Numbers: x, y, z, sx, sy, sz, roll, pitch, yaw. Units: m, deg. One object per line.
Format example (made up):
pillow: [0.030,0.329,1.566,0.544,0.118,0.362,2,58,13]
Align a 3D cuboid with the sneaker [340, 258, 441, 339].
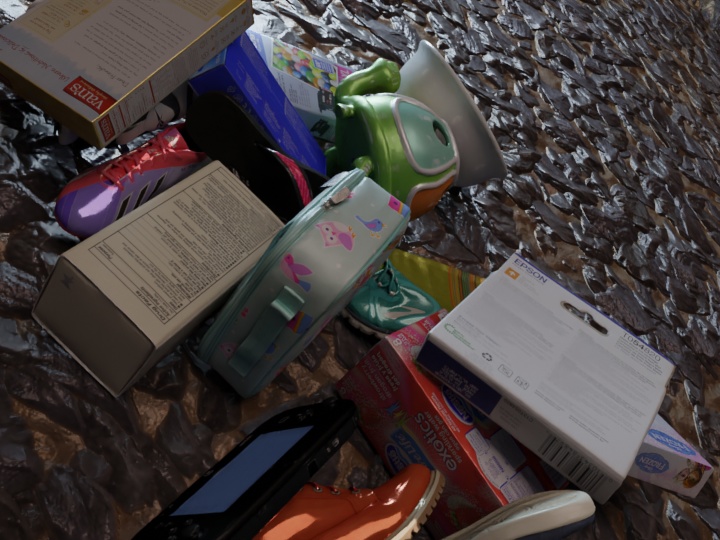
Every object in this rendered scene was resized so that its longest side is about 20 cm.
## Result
sneaker: [0.000,0.000,0.820,0.199,0.080,0.078,35,48,-4]

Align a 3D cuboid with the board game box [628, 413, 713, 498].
board game box: [0.237,0.141,0.864,0.199,0.041,0.200,22,16,-24]

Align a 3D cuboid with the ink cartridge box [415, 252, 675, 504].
ink cartridge box: [0.176,0.086,0.746,0.199,0.041,0.200,37,37,15]

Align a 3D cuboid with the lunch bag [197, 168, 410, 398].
lunch bag: [-0.050,0.011,0.683,0.077,0.200,0.160,42,41,3]

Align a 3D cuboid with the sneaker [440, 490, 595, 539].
sneaker: [0.100,0.242,0.630,0.085,0.199,0.075,63,12,10]

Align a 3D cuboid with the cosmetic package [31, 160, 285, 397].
cosmetic package: [-0.160,0.000,0.689,0.103,0.087,0.200,45,38,1]

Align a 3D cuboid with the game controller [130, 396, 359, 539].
game controller: [-0.083,0.155,0.606,0.200,0.104,0.042,-36,113,-50]

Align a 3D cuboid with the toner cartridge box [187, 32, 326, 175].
toner cartridge box: [-0.098,-0.149,0.829,0.096,0.043,0.200,-93,157,-45]

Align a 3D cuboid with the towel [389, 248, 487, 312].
towel: [0.082,0.020,0.928,0.199,0.018,0.087,18,45,-27]

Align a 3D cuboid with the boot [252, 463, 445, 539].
boot: [-0.016,0.194,0.643,0.107,0.075,0.199,47,47,15]

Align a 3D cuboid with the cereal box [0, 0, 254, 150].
cereal box: [-0.211,-0.209,0.723,0.143,0.040,0.200,33,62,17]

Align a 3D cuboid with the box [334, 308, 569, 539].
box: [0.081,0.149,0.750,0.099,0.096,0.201,-20,70,-49]

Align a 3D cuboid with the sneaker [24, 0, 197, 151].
sneaker: [-0.266,-0.180,0.766,0.198,0.080,0.130,33,52,6]

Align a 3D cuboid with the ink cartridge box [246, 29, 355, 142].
ink cartridge box: [-0.085,-0.225,0.991,0.199,0.042,0.120,11,49,-30]

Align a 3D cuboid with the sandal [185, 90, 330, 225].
sandal: [-0.083,-0.081,0.753,0.200,0.075,0.045,41,18,-13]

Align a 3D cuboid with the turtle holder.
turtle holder: [0.030,-0.135,0.920,0.131,0.142,0.186,-10,43,-17]

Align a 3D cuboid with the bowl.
bowl: [0.095,-0.179,1.029,0.202,0.090,0.201,57,4,-6]

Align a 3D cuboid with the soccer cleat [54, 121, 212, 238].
soccer cleat: [-0.198,-0.094,0.749,0.067,0.077,0.200,44,38,4]
